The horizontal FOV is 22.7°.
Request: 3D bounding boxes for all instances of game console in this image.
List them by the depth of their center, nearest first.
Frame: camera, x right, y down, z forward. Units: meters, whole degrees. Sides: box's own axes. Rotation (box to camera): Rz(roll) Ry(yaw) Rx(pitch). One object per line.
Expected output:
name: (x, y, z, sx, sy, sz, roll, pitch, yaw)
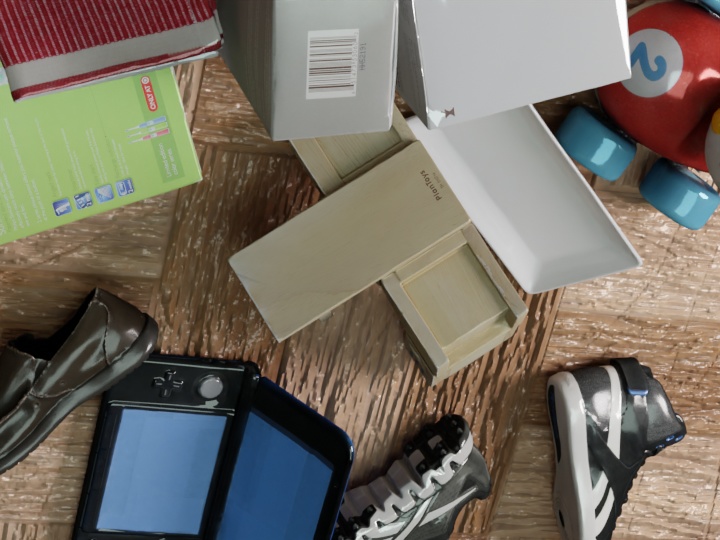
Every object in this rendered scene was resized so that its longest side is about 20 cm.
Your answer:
game console: (-0.119, 0.180, 1.387, 0.170, 0.118, 0.200, 6, 114, -21)

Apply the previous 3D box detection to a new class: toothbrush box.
toothbrush box: (-0.225, -0.109, 1.217, 0.200, 0.086, 0.146, -19, 119, -9)

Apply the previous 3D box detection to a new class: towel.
towel: (-0.179, -0.220, 1.149, 0.144, 0.023, 0.200, -15, 86, -9)

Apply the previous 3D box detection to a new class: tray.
tray: (0.126, -0.063, 1.372, 0.107, 0.022, 0.200, -15, 130, 34)

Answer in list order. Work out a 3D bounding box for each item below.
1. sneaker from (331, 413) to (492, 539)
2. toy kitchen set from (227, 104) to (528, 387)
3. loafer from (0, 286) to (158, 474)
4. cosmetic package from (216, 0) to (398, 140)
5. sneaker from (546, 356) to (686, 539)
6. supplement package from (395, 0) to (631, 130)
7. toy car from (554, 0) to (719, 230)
sneaker: (0.028, 0.210, 1.481, 0.200, 0.066, 0.091, -38, 119, 2)
toy kitchen set: (0.000, 0.000, 1.358, 0.163, 0.180, 0.200, -32, 82, -3)
loafer: (-0.245, 0.080, 1.329, 0.200, 0.073, 0.071, -38, 112, -2)
cosmetic package: (-0.044, -0.173, 1.178, 0.090, 0.200, 0.107, -6, 121, -13)
sneaker: (0.224, 0.168, 1.517, 0.112, 0.073, 0.200, -12, 119, -10)
supplement package: (0.091, -0.224, 1.245, 0.156, 0.111, 0.200, -15, 121, -10)
toy car: (0.276, -0.107, 1.314, 0.177, 0.200, 0.184, 27, 106, -28)
